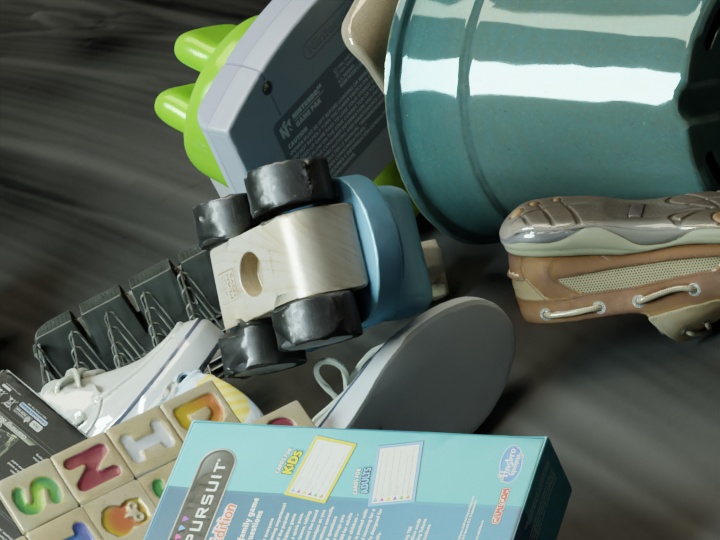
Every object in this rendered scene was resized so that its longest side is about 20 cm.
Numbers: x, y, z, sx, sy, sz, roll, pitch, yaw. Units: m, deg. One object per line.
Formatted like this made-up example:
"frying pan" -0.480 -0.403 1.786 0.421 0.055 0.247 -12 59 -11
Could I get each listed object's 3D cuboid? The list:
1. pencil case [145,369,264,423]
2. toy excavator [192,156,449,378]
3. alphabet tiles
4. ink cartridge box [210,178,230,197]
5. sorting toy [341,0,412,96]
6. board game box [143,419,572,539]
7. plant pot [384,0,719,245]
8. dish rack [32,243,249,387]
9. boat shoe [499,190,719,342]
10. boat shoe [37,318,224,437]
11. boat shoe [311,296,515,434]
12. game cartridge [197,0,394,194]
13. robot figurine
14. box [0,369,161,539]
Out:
"pencil case" -0.129 0.143 1.525 0.083 0.091 0.200 12 46 45
"toy excavator" 0.000 0.000 1.588 0.199 0.101 0.194 -7 -10 -32
"alphabet tiles" -0.089 0.145 1.421 0.199 0.006 0.167 -25 62 -23
"ink cartridge box" -0.006 -0.125 1.947 0.199 0.086 0.148 -5 32 38
"sorting toy" 0.071 -0.148 1.711 0.036 0.200 0.186 6 58 39
"board game box" -0.013 0.149 1.346 0.199 0.047 0.152 1 50 27
"plant pot" 0.152 -0.108 1.631 0.195 0.201 0.200 6 39 39
"dish rack" -0.133 0.059 1.753 0.153 0.055 0.200 -28 25 3
"boat shoe" 0.177 -0.001 1.518 0.198 0.072 0.076 1 16 16
"boat shoe" -0.165 0.091 1.627 0.200 0.066 0.072 -45 1 14
"boat shoe" -0.001 0.090 1.533 0.202 0.075 0.086 -49 26 -21
"game cartridge" -0.015 -0.114 1.671 0.040 0.134 0.200 18 54 37
"robot figurine" -0.034 -0.090 1.802 0.199 0.176 0.116 30 21 21
"box" -0.167 0.167 1.426 0.200 0.044 0.160 37 59 17
